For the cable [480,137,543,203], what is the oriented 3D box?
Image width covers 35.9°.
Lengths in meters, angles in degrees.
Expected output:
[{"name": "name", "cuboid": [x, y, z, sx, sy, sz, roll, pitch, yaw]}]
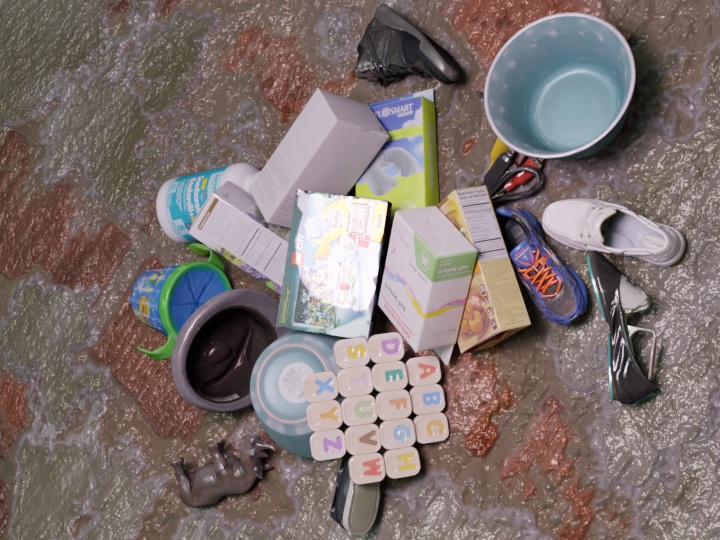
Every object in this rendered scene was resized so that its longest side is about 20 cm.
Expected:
[{"name": "cable", "cuboid": [0.188, -0.109, 1.579, 0.097, 0.050, 0.200, 46, 117, 16]}]

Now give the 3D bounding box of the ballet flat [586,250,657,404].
[{"name": "ballet flat", "cuboid": [0.340, 0.068, 1.419, 0.068, 0.068, 0.201, -12, 83, 20]}]

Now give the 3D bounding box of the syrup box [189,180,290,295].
[{"name": "syrup box", "cuboid": [-0.149, -0.043, 1.677, 0.200, 0.079, 0.082, 33, 111, -1]}]

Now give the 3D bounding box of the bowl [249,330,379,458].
[{"name": "bowl", "cuboid": [-0.080, 0.169, 1.609, 0.200, 0.105, 0.201, -4, 78, 19]}]

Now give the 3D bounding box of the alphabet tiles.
[{"name": "alphabet tiles", "cuboid": [0.022, 0.190, 1.536, 0.195, 0.015, 0.201, -7, 85, -9]}]

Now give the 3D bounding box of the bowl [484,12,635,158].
[{"name": "bowl", "cuboid": [0.276, -0.228, 1.482, 0.200, 0.105, 0.201, -7, 73, 24]}]

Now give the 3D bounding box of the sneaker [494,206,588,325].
[{"name": "sneaker", "cuboid": [0.230, -0.008, 1.492, 0.075, 0.078, 0.200, -44, 60, 17]}]

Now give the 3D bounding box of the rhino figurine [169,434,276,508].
[{"name": "rhino figurine", "cuboid": [-0.207, 0.305, 1.708, 0.200, 0.060, 0.088, -25, 86, 25]}]

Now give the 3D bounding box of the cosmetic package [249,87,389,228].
[{"name": "cosmetic package", "cuboid": [-0.063, -0.158, 1.651, 0.200, 0.107, 0.085, -52, 46, 25]}]

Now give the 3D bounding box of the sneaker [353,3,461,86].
[{"name": "sneaker", "cuboid": [0.065, -0.309, 1.670, 0.199, 0.076, 0.114, 43, 105, 35]}]

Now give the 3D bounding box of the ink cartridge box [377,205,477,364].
[{"name": "ink cartridge box", "cuboid": [0.085, 0.028, 1.514, 0.117, 0.067, 0.200, 51, 142, 44]}]

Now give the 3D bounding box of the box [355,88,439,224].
[{"name": "box", "cuboid": [0.053, -0.172, 1.661, 0.122, 0.048, 0.201, -9, 75, 30]}]

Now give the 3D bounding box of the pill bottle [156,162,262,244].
[{"name": "pill bottle", "cuboid": [-0.220, -0.110, 1.782, 0.200, 0.111, 0.111, -10, 74, 30]}]

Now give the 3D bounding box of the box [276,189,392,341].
[{"name": "box", "cuboid": [-0.037, -0.008, 1.585, 0.136, 0.038, 0.201, 8, 88, 13]}]

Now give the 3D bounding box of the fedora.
[{"name": "fedora", "cuboid": [-0.205, 0.120, 1.715, 0.200, 0.177, 0.090, -55, 23, -8]}]

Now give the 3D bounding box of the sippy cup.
[{"name": "sippy cup", "cuboid": [-0.297, 0.049, 1.791, 0.130, 0.178, 0.140, 5, 118, 44]}]

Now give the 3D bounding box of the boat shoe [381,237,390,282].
[{"name": "boat shoe", "cuboid": [0.000, 0.000, 1.642, 0.200, 0.069, 0.084, -40, 61, 18]}]

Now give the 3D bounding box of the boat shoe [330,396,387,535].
[{"name": "boat shoe", "cuboid": [0.002, 0.270, 1.580, 0.066, 0.074, 0.200, 4, 82, 52]}]

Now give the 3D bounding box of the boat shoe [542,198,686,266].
[{"name": "boat shoe", "cuboid": [0.321, -0.058, 1.451, 0.200, 0.069, 0.071, 15, 88, 34]}]

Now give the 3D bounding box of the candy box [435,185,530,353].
[{"name": "candy box", "cuboid": [0.153, 0.000, 1.507, 0.115, 0.055, 0.201, -41, 63, 60]}]
